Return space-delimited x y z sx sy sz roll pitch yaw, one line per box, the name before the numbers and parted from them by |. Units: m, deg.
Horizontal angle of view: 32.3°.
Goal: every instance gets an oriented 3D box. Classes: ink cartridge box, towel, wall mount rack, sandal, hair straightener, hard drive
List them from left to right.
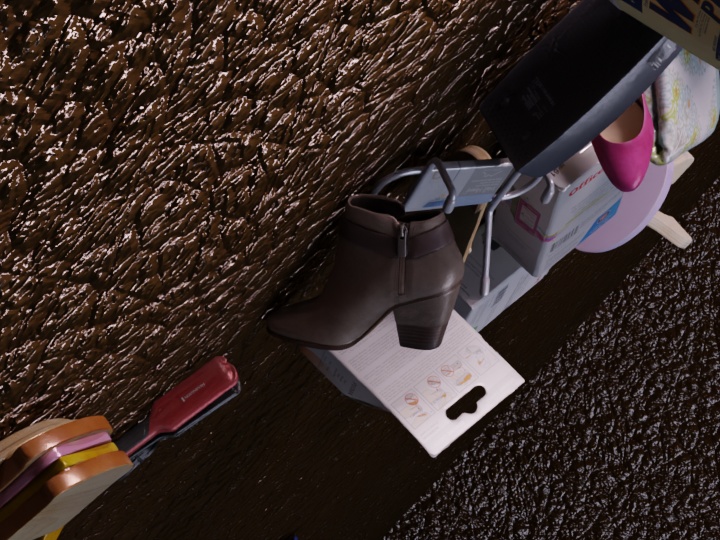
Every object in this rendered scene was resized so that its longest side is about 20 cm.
hair straightener | -0.194 0.162 1.178 0.200 0.041 0.077 -42 164 -11
ink cartridge box | 0.057 0.102 1.376 0.162 0.200 0.050 -34 162 -34
wall mount rack | 0.097 -0.043 1.221 0.200 0.075 0.174 -6 148 -29
sandal | 0.107 -0.052 1.343 0.070 0.078 0.212 -28 152 -42
ink cartridge box | 0.168 0.002 1.629 0.200 0.084 0.146 -37 164 -28
ink cartridge box | 0.237 -0.103 1.425 0.144 0.085 0.200 -37 160 -19
hard drive | 0.208 -0.183 1.154 0.042 0.135 0.200 34 111 -33
towel | 0.342 -0.227 1.351 0.171 0.048 0.200 -26 112 -52

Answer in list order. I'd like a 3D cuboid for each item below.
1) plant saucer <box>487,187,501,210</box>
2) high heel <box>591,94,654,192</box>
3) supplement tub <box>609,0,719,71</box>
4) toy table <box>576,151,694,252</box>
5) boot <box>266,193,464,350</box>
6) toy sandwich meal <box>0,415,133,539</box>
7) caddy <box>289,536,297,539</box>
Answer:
plant saucer | 0.233 -0.141 1.527 0.200 0.031 0.200 -42 165 -14
high heel | 0.255 -0.178 1.235 0.096 0.067 0.200 -14 103 -73
supplement tub | 0.285 -0.252 1.001 0.145 0.200 0.145 -35 148 -25
toy table | 0.395 -0.107 1.799 0.117 0.184 0.200 3 145 -49
boot | 0.000 0.000 1.166 0.070 0.200 0.146 -64 152 -59
toy sandwich meal | -0.272 0.196 1.007 0.205 0.070 0.205 -41 164 -14
caddy | -0.148 0.581 2.297 0.200 0.105 0.141 -57 -175 37
